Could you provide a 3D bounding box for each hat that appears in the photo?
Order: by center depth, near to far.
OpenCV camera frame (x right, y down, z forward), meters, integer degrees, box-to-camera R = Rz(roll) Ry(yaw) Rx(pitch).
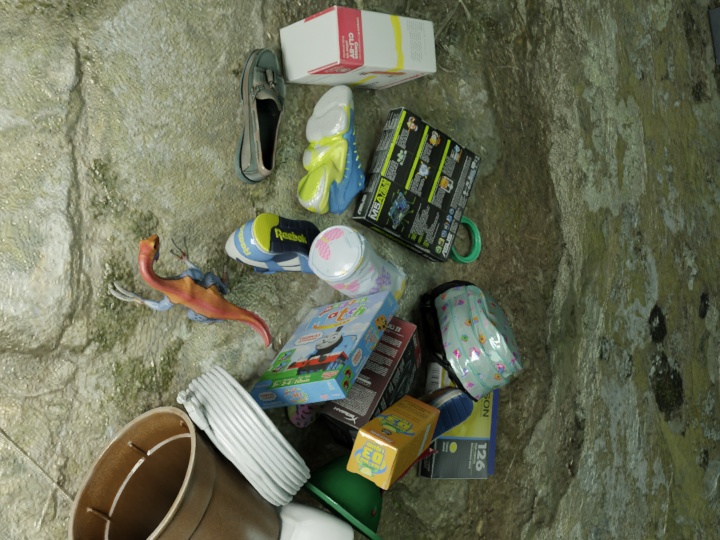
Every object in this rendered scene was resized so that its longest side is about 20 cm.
[{"bbox_3d":[0.015,0.276,1.101,0.165,0.200,0.177,36,73,7],"label":"hat"}]

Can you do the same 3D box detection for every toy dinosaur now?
[{"bbox_3d":[-0.211,0.016,0.974,0.181,0.198,0.106,48,62,-80],"label":"toy dinosaur"}]

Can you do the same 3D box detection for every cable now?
[{"bbox_3d":[-0.148,0.213,0.990,0.069,0.200,0.200,-42,91,-13],"label":"cable"}]

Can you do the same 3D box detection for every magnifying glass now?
[{"bbox_3d":[0.154,-0.094,1.364,0.200,0.022,0.080,49,61,-25],"label":"magnifying glass"}]

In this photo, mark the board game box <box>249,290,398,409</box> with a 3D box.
[{"bbox_3d":[-0.047,0.110,1.072,0.037,0.150,0.200,61,36,-20],"label":"board game box"}]

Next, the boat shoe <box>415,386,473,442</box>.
[{"bbox_3d":[0.089,0.254,1.261,0.198,0.072,0.073,-23,107,-11],"label":"boat shoe"}]

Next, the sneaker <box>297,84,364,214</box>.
[{"bbox_3d":[-0.036,-0.180,1.188,0.105,0.075,0.202,23,81,-49],"label":"sneaker"}]

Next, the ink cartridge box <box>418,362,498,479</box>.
[{"bbox_3d":[0.194,0.273,1.371,0.198,0.047,0.200,10,81,-36],"label":"ink cartridge box"}]

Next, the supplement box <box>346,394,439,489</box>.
[{"bbox_3d":[0.052,0.244,1.104,0.200,0.066,0.070,-18,128,-66],"label":"supplement box"}]

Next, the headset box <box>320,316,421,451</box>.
[{"bbox_3d":[0.027,0.170,1.171,0.201,0.076,0.149,-62,160,-23],"label":"headset box"}]

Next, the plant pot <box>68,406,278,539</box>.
[{"bbox_3d":[-0.217,0.307,0.948,0.198,0.199,0.202,47,61,-37],"label":"plant pot"}]

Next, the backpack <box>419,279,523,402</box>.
[{"bbox_3d":[0.189,0.115,1.266,0.167,0.126,0.201,43,20,-21],"label":"backpack"}]

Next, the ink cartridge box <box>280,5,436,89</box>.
[{"bbox_3d":[-0.001,-0.335,1.164,0.198,0.144,0.085,-8,94,-39],"label":"ink cartridge box"}]

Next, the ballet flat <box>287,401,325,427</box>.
[{"bbox_3d":[-0.046,0.144,1.158,0.069,0.071,0.201,39,65,-24],"label":"ballet flat"}]

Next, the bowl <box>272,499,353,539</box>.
[{"bbox_3d":[-0.119,0.397,1.008,0.075,0.199,0.201,41,64,-29],"label":"bowl"}]

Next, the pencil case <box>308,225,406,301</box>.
[{"bbox_3d":[0.000,0.000,1.145,0.200,0.090,0.084,34,44,-61],"label":"pencil case"}]

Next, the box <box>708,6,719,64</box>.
[{"bbox_3d":[1.049,-0.656,2.065,0.199,0.106,0.150,-22,103,-38],"label":"box"}]

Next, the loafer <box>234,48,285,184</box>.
[{"bbox_3d":[-0.135,-0.227,1.102,0.071,0.063,0.203,10,83,-39],"label":"loafer"}]

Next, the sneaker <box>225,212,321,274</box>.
[{"bbox_3d":[-0.116,-0.032,1.114,0.199,0.082,0.075,20,53,-56],"label":"sneaker"}]

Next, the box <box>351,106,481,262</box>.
[{"bbox_3d":[0.099,-0.140,1.285,0.192,0.047,0.202,24,80,-30],"label":"box"}]
